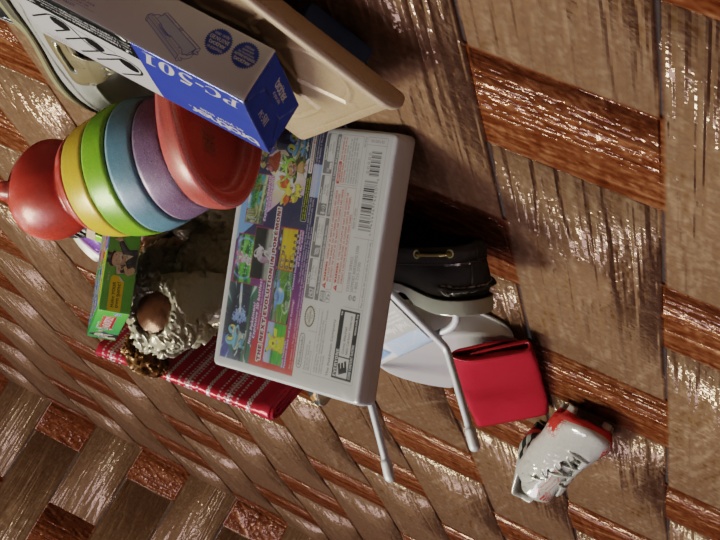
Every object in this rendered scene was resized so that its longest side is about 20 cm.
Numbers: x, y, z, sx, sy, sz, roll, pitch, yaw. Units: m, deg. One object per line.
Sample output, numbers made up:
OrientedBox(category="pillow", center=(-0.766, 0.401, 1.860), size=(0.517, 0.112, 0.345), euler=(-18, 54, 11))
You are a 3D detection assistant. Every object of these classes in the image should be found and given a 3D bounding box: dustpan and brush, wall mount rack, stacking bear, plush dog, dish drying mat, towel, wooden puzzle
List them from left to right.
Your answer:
OrientedBox(category="stacking bear", center=(-0.191, -0.078, 1.243), size=(0.199, 0.114, 0.121), euler=(-15, 156, 28))
OrientedBox(category="plush dog", center=(-0.154, 0.008, 1.448), size=(0.160, 0.201, 0.171), euler=(22, 153, -36))
OrientedBox(category="towel", center=(-0.133, 0.073, 1.524), size=(0.199, 0.145, 0.023), euler=(18, 127, 22))
OrientedBox(category="wooden puzzle", center=(-0.071, -0.166, 1.082), size=(0.185, 0.046, 0.200), euler=(36, 167, -18))
OrientedBox(category="wall mount rack", center=(0.020, 0.093, 1.407), size=(0.174, 0.075, 0.200), euler=(46, 139, -16))
OrientedBox(category="dustpan and brush", center=(0.031, 0.054, 1.471), size=(0.199, 0.058, 0.140), euler=(6, 154, -15))
OrientedBox(category="dish drying mat", center=(0.133, 0.107, 1.496), size=(0.076, 0.018, 0.200), euler=(-12, 157, 6))

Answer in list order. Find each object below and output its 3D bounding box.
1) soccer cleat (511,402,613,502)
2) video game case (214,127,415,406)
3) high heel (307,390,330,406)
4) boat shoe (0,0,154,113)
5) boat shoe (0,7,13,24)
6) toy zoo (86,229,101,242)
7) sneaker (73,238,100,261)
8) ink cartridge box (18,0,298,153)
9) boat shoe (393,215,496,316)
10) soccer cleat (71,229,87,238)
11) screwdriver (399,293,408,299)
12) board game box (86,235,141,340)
OrientedBox(category="soccer cleat", center=(0.194, 0.186, 1.566), size=(0.068, 0.086, 0.200), euler=(27, 165, -4))
OrientedBox(category="video game case", center=(-0.039, -0.011, 1.224), size=(0.023, 0.201, 0.182), euler=(6, -177, -42))
OrientedBox(category="high heel", center=(-0.053, 0.004, 1.305), size=(0.071, 0.201, 0.142), euler=(6, -179, -43))
OrientedBox(category="boat shoe", center=(-0.206, -0.176, 1.219), size=(0.068, 0.075, 0.200), euler=(17, 161, 39))
OrientedBox(category="boat shoe", center=(-0.309, -0.227, 1.257), size=(0.200, 0.068, 0.072), euler=(34, 163, -13))
OrientedBox(category="toy zoo", center=(-0.166, -0.042, 1.530), size=(0.199, 0.021, 0.132), euler=(22, 140, 4))
OrientedBox(category="sneaker", center=(-0.212, -0.039, 1.671), size=(0.199, 0.081, 0.084), euler=(18, 144, 15))
OrientedBox(category="ink cartridge box", center=(-0.142, -0.156, 1.077), size=(0.199, 0.044, 0.094), euler=(28, 169, 14))
OrientedBox(category="boat shoe", center=(0.039, -0.015, 1.302), size=(0.071, 0.061, 0.201), euler=(-11, -161, -34))
OrientedBox(category="soccer cleat", center=(-0.226, -0.070, 1.603), size=(0.199, 0.073, 0.068), euler=(3, 134, 23))
OrientedBox(category="screwdriver", center=(0.000, 0.000, 1.456), size=(0.029, 0.028, 0.200), euler=(-18, 140, 30))
OrientedBox(category="board game box", center=(-0.204, -0.050, 1.374), size=(0.029, 0.201, 0.135), euler=(9, 166, -11))
